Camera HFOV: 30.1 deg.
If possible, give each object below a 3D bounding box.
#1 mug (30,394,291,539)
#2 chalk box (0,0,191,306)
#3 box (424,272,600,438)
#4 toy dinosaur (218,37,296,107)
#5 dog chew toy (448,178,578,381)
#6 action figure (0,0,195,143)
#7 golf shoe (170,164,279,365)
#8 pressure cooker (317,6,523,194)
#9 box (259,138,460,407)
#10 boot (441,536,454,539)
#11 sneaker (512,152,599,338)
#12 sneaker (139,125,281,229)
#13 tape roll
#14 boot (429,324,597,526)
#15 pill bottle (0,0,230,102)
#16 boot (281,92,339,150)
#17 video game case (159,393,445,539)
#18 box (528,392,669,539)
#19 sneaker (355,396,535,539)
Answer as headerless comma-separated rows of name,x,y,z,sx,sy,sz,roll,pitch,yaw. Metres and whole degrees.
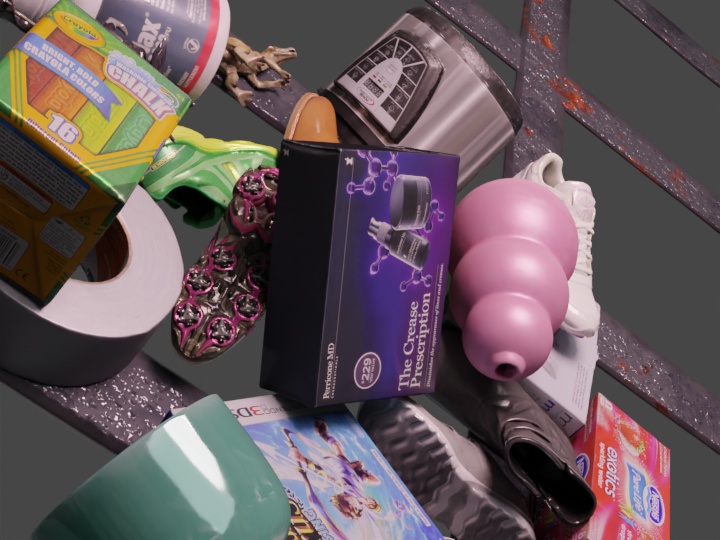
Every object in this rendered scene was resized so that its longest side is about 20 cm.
mug,-0.132,0.183,0.875,0.115,0.185,0.152,51,9,6
chalk box,-0.214,-0.099,0.972,0.124,0.124,0.201,36,34,-13
box,0.141,0.063,1.326,0.176,0.097,0.201,38,34,-12
toy dinosaur,-0.136,-0.223,1.390,0.199,0.058,0.101,15,28,-49
dog chew toy,0.132,0.013,1.184,0.124,0.124,0.201,30,41,-21
action figure,-0.232,-0.163,1.127,0.198,0.120,0.102,26,0,-1
golf shoe,-0.107,0.009,1.127,0.072,0.092,0.201,27,50,-3
pressure cooker,0.045,-0.141,1.358,0.179,0.200,0.176,47,0,-12
box,0.000,0.000,1.091,0.140,0.203,0.078,-2,10,-41
boot,0.099,0.283,1.048,0.072,0.090,0.202,22,39,-29
sneaker,0.192,-0.029,1.307,0.074,0.100,0.202,15,43,-40
sneaker,-0.136,-0.077,1.219,0.199,0.073,0.085,6,75,-49
tape roll,-0.236,-0.013,1.028,0.199,0.066,0.202,28,38,-24
boot,0.123,0.129,1.164,0.199,0.070,0.132,35,10,-10
pill bottle,-0.231,-0.237,1.227,0.198,0.120,0.121,18,41,-33
boot,0.007,-0.080,1.221,0.077,0.153,0.202,46,42,-53
video game case,-0.038,0.181,1.021,0.180,0.046,0.200,-4,46,-48
box,0.220,0.225,1.236,0.099,0.095,0.201,37,34,-12
sneaker,0.071,0.173,1.171,0.200,0.075,0.082,46,21,-14
